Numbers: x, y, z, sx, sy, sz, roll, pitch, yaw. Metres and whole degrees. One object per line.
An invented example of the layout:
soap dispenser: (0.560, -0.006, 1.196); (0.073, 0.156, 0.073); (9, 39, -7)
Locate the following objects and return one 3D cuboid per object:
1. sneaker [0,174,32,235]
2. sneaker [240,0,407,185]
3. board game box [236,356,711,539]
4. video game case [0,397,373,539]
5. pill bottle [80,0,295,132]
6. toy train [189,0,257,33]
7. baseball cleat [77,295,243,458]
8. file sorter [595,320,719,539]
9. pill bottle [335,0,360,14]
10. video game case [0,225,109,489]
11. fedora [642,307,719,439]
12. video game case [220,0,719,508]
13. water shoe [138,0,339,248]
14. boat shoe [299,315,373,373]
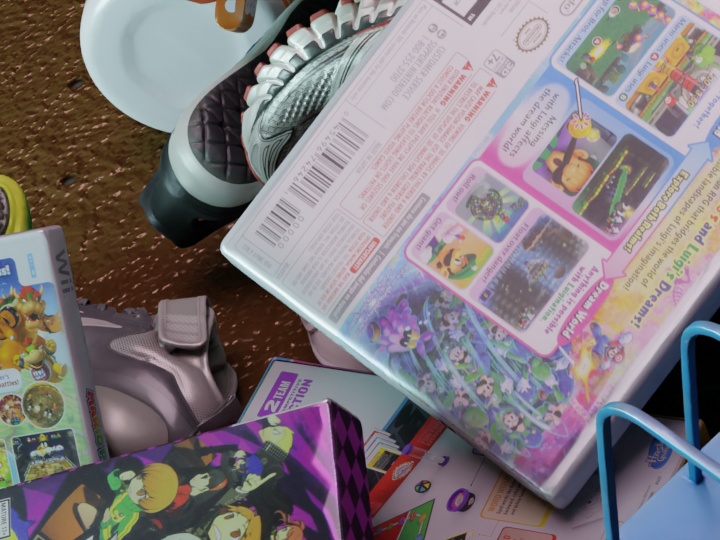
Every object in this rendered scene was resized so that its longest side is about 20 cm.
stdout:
sneaker: (-0.174, 0.052, 1.301); (0.074, 0.200, 0.084); (12, 16, 15)
sneaker: (0.029, -0.084, 1.301); (0.200, 0.078, 0.082); (-30, 67, 30)
board game box: (0.023, 0.114, 1.179); (0.200, 0.040, 0.153); (8, 52, 30)
video game case: (-0.076, 0.165, 1.133); (0.181, 0.036, 0.200); (-15, 63, 20)
pill bottle: (-0.081, -0.172, 1.591); (0.112, 0.112, 0.200); (-14, 36, 17)
toy train: (-0.043, -0.139, 1.346); (0.150, 0.056, 0.200); (-11, -3, 10)
baseball cleat: (-0.126, 0.039, 1.396); (0.106, 0.070, 0.200); (-33, 44, -20)
file sorter: (0.195, 0.053, 1.072); (0.139, 0.123, 0.200); (35, 65, 31)
pill bottle: (0.092, -0.092, 1.374); (0.200, 0.111, 0.111); (8, 47, 39)
video game case: (-0.169, 0.091, 1.247); (0.143, 0.200, 0.018); (-10, 4, 23)
fedora: (0.116, -0.015, 1.245); (0.200, 0.201, 0.092); (-17, -6, 14)
video game case: (0.070, -0.036, 1.181); (0.182, 0.024, 0.200); (36, 87, 25)
water shoe: (-0.040, -0.080, 1.476); (0.200, 0.072, 0.079); (-35, -7, -46)
boat shoe: (0.000, 0.000, 1.325); (0.072, 0.066, 0.200); (-29, 23, 2)
